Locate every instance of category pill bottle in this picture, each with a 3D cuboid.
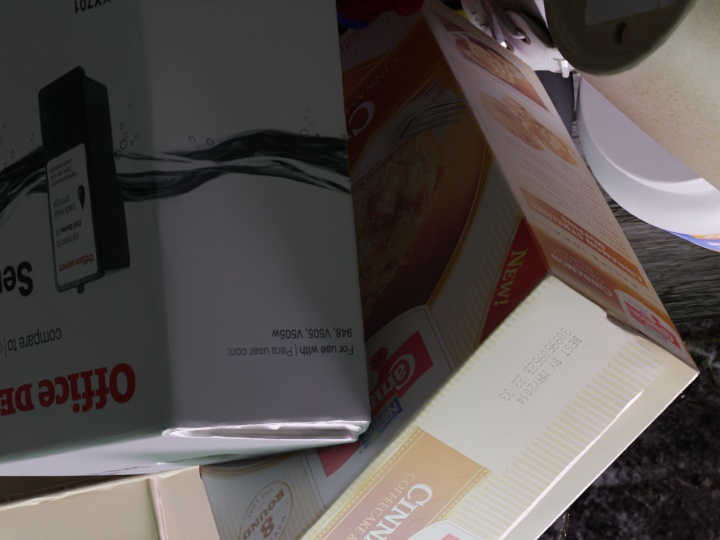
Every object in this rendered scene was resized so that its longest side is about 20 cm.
[{"bbox_3d":[0.160,-0.068,1.287,0.112,0.112,0.200,-8,174,17],"label":"pill bottle"}]

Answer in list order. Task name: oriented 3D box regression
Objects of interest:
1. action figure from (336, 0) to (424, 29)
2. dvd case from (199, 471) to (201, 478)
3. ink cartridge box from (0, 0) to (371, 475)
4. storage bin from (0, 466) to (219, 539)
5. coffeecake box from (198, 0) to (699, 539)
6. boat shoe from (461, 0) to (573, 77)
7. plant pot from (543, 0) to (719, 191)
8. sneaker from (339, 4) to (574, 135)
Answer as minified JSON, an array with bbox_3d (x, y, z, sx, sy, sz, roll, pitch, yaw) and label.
[{"bbox_3d":[-0.034,-0.106,1.041,0.065,0.052,0.200,2,176,-21],"label":"action figure"},{"bbox_3d":[0.000,0.000,1.251,0.143,0.200,0.018,4,-176,18],"label":"dvd case"},{"bbox_3d":[-0.076,-0.036,0.927,0.083,0.200,0.147,0,171,-38],"label":"ink cartridge box"},{"bbox_3d":[-0.134,0.105,1.400,0.198,0.094,0.200,-13,-157,5],"label":"storage bin"},{"bbox_3d":[0.012,0.016,0.982,0.073,0.200,0.154,32,110,-31],"label":"coffeecake box"},{"bbox_3d":[0.071,-0.103,1.065,0.069,0.071,0.200,-9,175,11],"label":"boat shoe"},{"bbox_3d":[0.168,-0.085,0.952,0.200,0.187,0.187,15,164,-32],"label":"plant pot"},{"bbox_3d":[0.012,-0.065,1.295,0.200,0.085,0.074,-13,169,40],"label":"sneaker"}]
